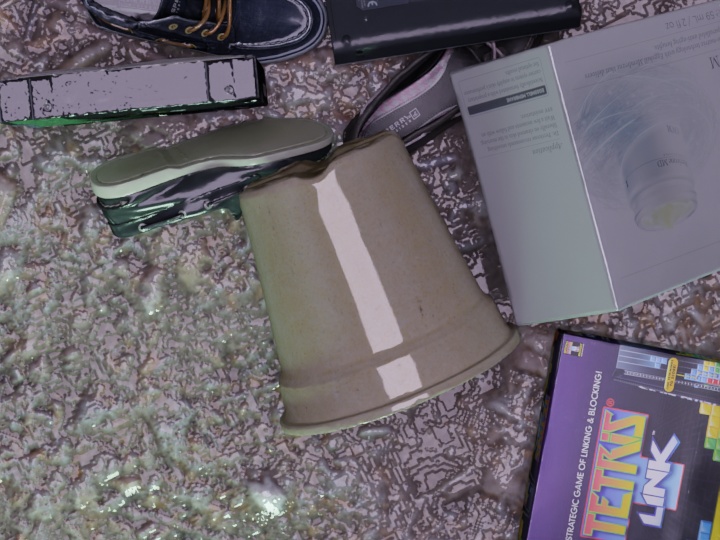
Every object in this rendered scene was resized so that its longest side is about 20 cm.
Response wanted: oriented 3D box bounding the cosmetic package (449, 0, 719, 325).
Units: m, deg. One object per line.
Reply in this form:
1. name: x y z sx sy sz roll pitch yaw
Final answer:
1. cosmetic package: 0.199 -0.083 1.362 0.198 0.122 0.202 -19 96 -36

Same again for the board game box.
1. board game box: 0.223 0.161 1.452 0.164 0.057 0.202 9 93 -2

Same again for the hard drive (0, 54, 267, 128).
1. hard drive: -0.174 -0.139 1.392 0.198 0.140 0.038 -6 92 1

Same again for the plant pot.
1. plant pot: 0.000 0.000 1.362 0.199 0.200 0.185 -21 98 1

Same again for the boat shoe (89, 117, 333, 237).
1. boat shoe: -0.115 -0.070 1.434 0.198 0.075 0.067 -17 120 -14

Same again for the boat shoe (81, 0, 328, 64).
1. boat shoe: -0.125 -0.205 1.412 0.198 0.091 0.072 5 93 -1

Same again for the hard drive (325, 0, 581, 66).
1. hard drive: 0.067 -0.246 1.419 0.198 0.033 0.141 -9 71 0

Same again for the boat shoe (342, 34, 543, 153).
1. boat shoe: 0.071 -0.151 1.433 0.199 0.057 0.067 -38 93 2
